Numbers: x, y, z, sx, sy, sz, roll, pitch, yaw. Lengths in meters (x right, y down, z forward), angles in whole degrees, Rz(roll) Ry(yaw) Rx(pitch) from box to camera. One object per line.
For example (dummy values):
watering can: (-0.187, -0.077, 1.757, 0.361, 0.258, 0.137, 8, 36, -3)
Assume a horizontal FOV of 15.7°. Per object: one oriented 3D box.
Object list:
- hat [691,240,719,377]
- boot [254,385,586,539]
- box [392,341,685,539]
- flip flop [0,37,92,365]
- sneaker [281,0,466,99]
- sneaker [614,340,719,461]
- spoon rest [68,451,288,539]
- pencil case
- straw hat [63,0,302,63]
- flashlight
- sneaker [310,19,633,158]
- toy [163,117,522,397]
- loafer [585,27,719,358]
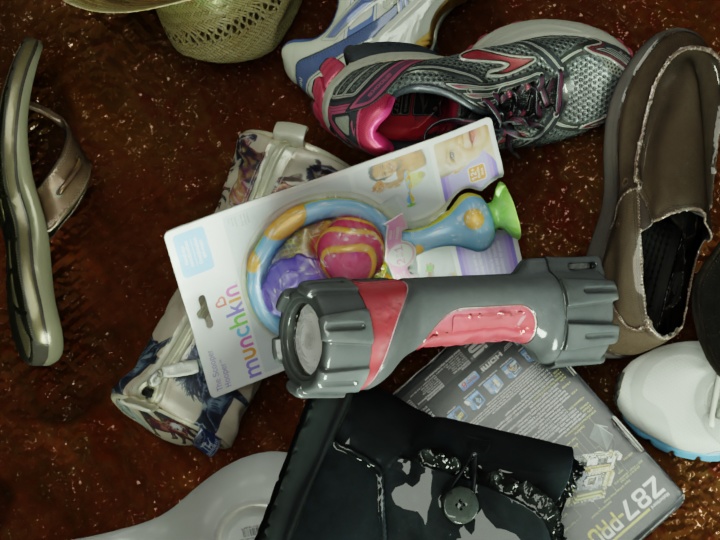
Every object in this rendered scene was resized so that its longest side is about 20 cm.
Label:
hat: (0.271, -0.009, 1.483, 0.200, 0.081, 0.201, -13, 44, 12)
boot: (0.025, 0.164, 1.453, 0.168, 0.076, 0.200, 22, 69, -2)
box: (0.066, 0.139, 1.540, 0.200, 0.049, 0.161, -42, 76, -1)
flip flop: (-0.190, -0.042, 1.593, 0.058, 0.081, 0.200, -5, 79, -13)
sneaker: (0.026, -0.185, 1.590, 0.088, 0.075, 0.200, 31, 84, 11)
sneaker: (0.246, 0.078, 1.511, 0.200, 0.087, 0.075, 8, 83, 9)
spoon rest: (-0.096, 0.162, 1.531, 0.200, 0.061, 0.099, -9, 94, 13)
pencil case: (-0.074, 0.010, 1.559, 0.078, 0.089, 0.200, 25, 83, 11)
straw hat: (-0.082, -0.173, 1.592, 0.201, 0.201, 0.085, -17, 120, 3)
flashlight: (0.052, 0.034, 1.467, 0.200, 0.068, 0.068, -1, 44, -29)
sneaker: (0.075, -0.096, 1.539, 0.200, 0.075, 0.081, -10, 115, -18)
toy: (0.000, 0.000, 1.489, 0.200, 0.047, 0.115, -21, 121, -12)
loafer: (0.185, -0.043, 1.537, 0.073, 0.071, 0.200, 11, 89, -36)
